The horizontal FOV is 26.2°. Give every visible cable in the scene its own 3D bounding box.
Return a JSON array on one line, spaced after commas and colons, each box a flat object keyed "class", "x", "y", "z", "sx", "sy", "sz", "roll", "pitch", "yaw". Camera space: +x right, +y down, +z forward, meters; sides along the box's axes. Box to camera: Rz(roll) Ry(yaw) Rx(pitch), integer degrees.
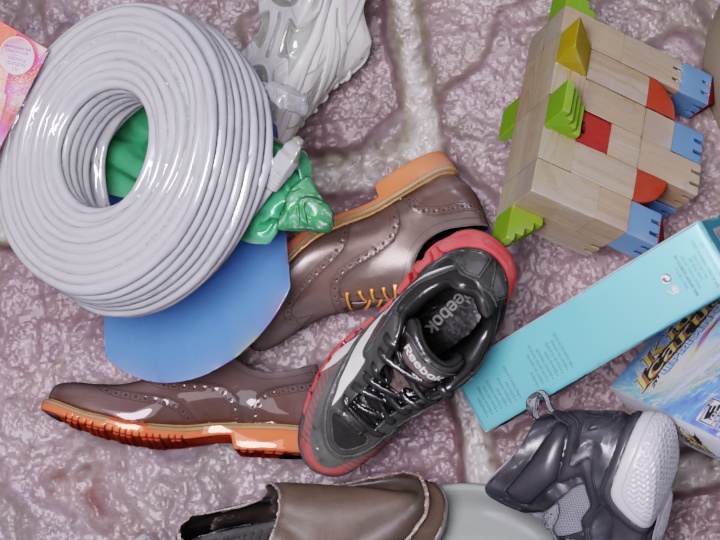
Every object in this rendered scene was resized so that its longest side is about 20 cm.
[{"class": "cable", "x": -0.148, "y": -0.070, "z": 0.993, "sx": 0.199, "sy": 0.069, "sz": 0.201, "roll": 37, "pitch": 99, "yaw": 34}]

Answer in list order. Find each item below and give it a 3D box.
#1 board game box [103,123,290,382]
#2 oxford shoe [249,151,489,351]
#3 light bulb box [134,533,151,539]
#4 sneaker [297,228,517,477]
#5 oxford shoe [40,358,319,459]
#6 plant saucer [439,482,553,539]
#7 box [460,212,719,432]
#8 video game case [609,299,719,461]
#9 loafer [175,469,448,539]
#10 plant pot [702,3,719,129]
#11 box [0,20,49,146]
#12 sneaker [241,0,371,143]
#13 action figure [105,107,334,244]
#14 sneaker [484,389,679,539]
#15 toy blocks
[{"class": "board game box", "x": -0.109, "y": -0.018, "z": 1.081, "sx": 0.157, "sy": 0.039, "sz": 0.202, "roll": -18, "pitch": 66, "yaw": 26}, {"class": "oxford shoe", "x": 0.000, "y": 0.000, "z": 1.083, "sx": 0.199, "sy": 0.071, "sz": 0.073, "roll": -38, "pitch": 67, "yaw": -3}, {"class": "light bulb box", "x": -0.148, "y": 0.320, "z": 1.003, "sx": 0.198, "sy": 0.125, "sz": 0.201, "roll": 40, "pitch": 103, "yaw": 7}, {"class": "sneaker", "x": 0.025, "y": 0.063, "z": 1.009, "sx": 0.071, "sy": 0.098, "sz": 0.201, "roll": 40, "pitch": 104, "yaw": -7}, {"class": "oxford shoe", "x": -0.123, "y": 0.089, "z": 1.089, "sx": 0.197, "sy": 0.071, "sz": 0.073, "roll": 6, "pitch": 78, "yaw": -7}, {"class": "plant saucer", "x": 0.072, "y": 0.248, "z": 1.064, "sx": 0.197, "sy": 0.050, "sz": 0.203, "roll": 0, "pitch": 82, "yaw": 3}, {"class": "box", "x": 0.163, "y": 0.035, "z": 1.034, "sx": 0.199, "sy": 0.082, "sz": 0.049, "roll": -34, "pitch": 82, "yaw": 24}, {"class": "video game case", "x": 0.273, "y": 0.032, "z": 1.016, "sx": 0.045, "sy": 0.181, "sz": 0.200, "roll": 43, "pitch": 86, "yaw": -12}, {"class": "loafer", "x": -0.037, "y": 0.180, "z": 1.049, "sx": 0.198, "sy": 0.071, "sz": 0.073, "roll": -18, "pitch": 45, "yaw": 5}, {"class": "plant pot", "x": 0.339, "y": -0.160, "z": 1.031, "sx": 0.185, "sy": 0.200, "sz": 0.190, "roll": 0, "pitch": 83, "yaw": 2}, {"class": "box", "x": -0.308, "y": -0.139, "z": 1.052, "sx": 0.102, "sy": 0.199, "sz": 0.095, "roll": 30, "pitch": 83, "yaw": -35}, {"class": "sneaker", "x": -0.037, "y": -0.145, "z": 1.109, "sx": 0.078, "sy": 0.099, "sz": 0.202, "roll": 37, "pitch": 110, "yaw": 42}, {"class": "action figure", "x": -0.089, "y": -0.067, "z": 1.027, "sx": 0.199, "sy": 0.055, "sz": 0.119, "roll": 29, "pitch": 89, "yaw": 39}, {"class": "sneaker", "x": 0.140, "y": 0.173, "z": 1.023, "sx": 0.113, "sy": 0.075, "sz": 0.202, "roll": 16, "pitch": 114, "yaw": 24}, {"class": "toy blocks", "x": 0.177, "y": -0.086, "z": 1.079, "sx": 0.135, "sy": 0.100, "sz": 0.202, "roll": 22, "pitch": 63, "yaw": -16}]
